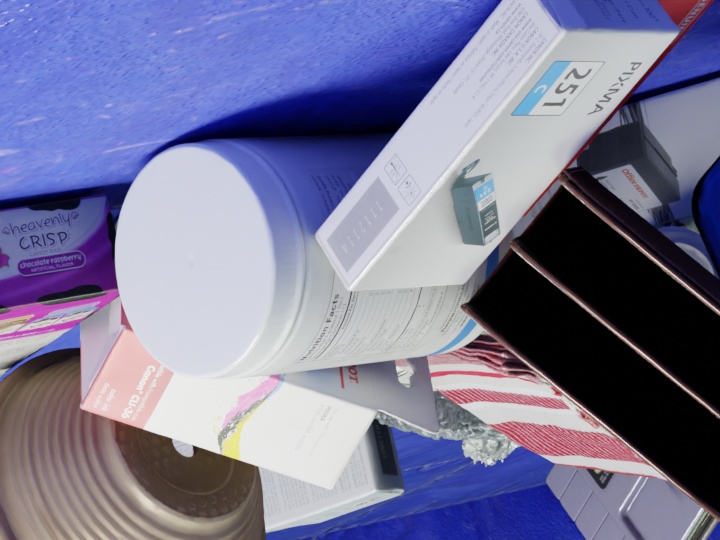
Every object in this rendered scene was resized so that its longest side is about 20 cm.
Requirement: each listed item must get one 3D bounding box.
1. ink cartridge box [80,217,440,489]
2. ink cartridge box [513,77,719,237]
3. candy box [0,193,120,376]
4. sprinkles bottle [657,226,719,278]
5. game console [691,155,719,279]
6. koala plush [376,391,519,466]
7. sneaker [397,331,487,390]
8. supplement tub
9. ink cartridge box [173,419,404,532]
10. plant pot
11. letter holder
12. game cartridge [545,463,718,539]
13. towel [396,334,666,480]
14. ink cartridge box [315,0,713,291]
[{"bbox_3d":[-0.059,0.053,1.662,0.199,0.117,0.068,19,121,-18],"label":"ink cartridge box"},{"bbox_3d":[0.162,-0.049,1.795,0.199,0.084,0.145,-16,170,0],"label":"ink cartridge box"},{"bbox_3d":[-0.234,0.020,1.630,0.136,0.061,0.200,-10,168,-33],"label":"candy box"},{"bbox_3d":[0.156,0.031,1.781,0.068,0.069,0.200,-11,169,-23],"label":"sprinkles bottle"},{"bbox_3d":[0.241,-0.026,1.681,0.200,0.118,0.171,-46,180,-34],"label":"game console"},{"bbox_3d":[0.084,0.050,2.027,0.183,0.178,0.200,-6,172,12],"label":"koala plush"},{"bbox_3d":[0.024,0.058,1.899,0.199,0.073,0.072,-17,-165,6],"label":"sneaker"},{"bbox_3d":[-0.022,-0.011,1.590,0.200,0.133,0.132,-4,165,-46],"label":"supplement tub"},{"bbox_3d":[-0.076,0.111,2.082,0.199,0.163,0.057,-22,164,30],"label":"ink cartridge box"},{"bbox_3d":[-0.126,0.121,1.684,0.200,0.201,0.093,-6,153,-44],"label":"plant pot"},{"bbox_3d":[0.158,0.045,1.515,0.101,0.200,0.142,-51,176,6],"label":"letter holder"},{"bbox_3d":[0.197,0.103,1.840,0.038,0.130,0.200,-1,130,-41],"label":"game cartridge"},{"bbox_3d":[0.105,0.085,1.775,0.200,0.023,0.144,33,162,-37],"label":"towel"},{"bbox_3d":[0.095,-0.072,1.492,0.176,0.045,0.200,-5,144,-46],"label":"ink cartridge box"}]
